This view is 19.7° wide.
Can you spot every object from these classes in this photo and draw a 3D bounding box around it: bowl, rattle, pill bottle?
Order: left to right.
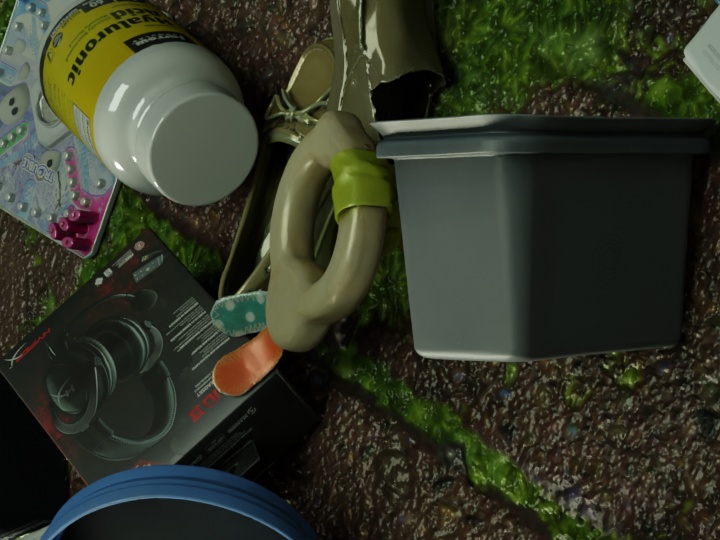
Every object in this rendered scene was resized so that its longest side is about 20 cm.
[{"bbox_3d":[-0.148,-0.119,1.464,0.200,0.111,0.112,41,110,53],"label":"pill bottle"},{"bbox_3d":[-0.117,0.205,1.348,0.201,0.200,0.039,-42,26,30],"label":"bowl"},{"bbox_3d":[0.000,0.000,1.335,0.130,0.142,0.201,46,128,37],"label":"rattle"}]

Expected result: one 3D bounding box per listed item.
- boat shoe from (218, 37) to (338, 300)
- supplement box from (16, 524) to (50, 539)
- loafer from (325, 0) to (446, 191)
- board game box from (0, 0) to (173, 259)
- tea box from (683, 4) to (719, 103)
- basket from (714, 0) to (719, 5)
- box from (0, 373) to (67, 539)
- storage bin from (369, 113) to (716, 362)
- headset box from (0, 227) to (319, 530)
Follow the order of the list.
[{"bbox_3d":[-0.047,-0.065,1.412,0.073,0.063,0.201,18,91,45],"label":"boat shoe"},{"bbox_3d":[-0.234,0.257,1.504,0.200,0.103,0.102,-25,66,37],"label":"supplement box"},{"bbox_3d":[0.023,-0.144,1.362,0.067,0.076,0.201,10,99,43],"label":"loafer"},{"bbox_3d":[-0.245,-0.135,1.644,0.200,0.026,0.201,27,101,43],"label":"board game box"},{"bbox_3d":[0.303,-0.115,0.997,0.197,0.200,0.134,-50,52,23],"label":"tea box"},{"bbox_3d":[0.236,-0.215,1.120,0.176,0.139,0.200,-47,61,25],"label":"basket"},{"bbox_3d":[-0.364,0.151,1.582,0.200,0.196,0.124,-25,67,38],"label":"box"},{"bbox_3d":[0.100,-0.019,1.186,0.145,0.200,0.135,0,91,44],"label":"storage bin"},{"bbox_3d":[-0.137,0.089,1.423,0.149,0.077,0.200,-41,49,-3],"label":"headset box"}]
